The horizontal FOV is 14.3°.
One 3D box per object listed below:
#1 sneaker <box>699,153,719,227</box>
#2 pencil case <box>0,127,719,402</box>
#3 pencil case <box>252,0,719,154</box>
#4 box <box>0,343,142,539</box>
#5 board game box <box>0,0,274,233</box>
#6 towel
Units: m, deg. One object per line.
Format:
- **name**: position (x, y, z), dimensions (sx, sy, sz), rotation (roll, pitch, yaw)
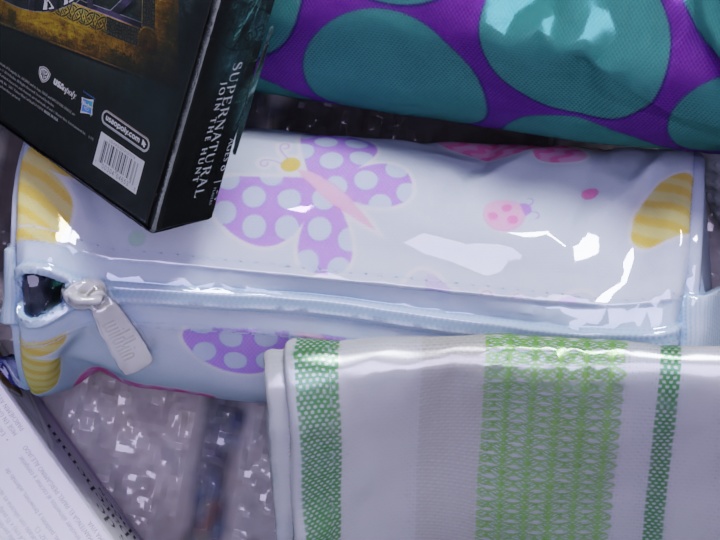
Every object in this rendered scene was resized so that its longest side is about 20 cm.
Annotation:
- **sneaker**: position (0.198, -0.004, 0.810), dimensions (0.200, 0.073, 0.114), rotation (36, 72, 7)
- **pencil case**: position (0.000, 0.000, 0.799), dimensions (0.199, 0.091, 0.083), rotation (4, 90, 2)
- **pencil case**: position (0.030, -0.083, 0.777), dimensions (0.199, 0.093, 0.085), rotation (8, 60, 17)
- **box**: position (-0.110, 0.049, 0.829), dimensions (0.041, 0.039, 0.200), rotation (-37, 88, 3)
- **board game box**: position (-0.099, -0.117, 0.764), dimensions (0.200, 0.028, 0.136), rotation (35, 121, 29)
- **towel**: position (0.074, 0.080, 0.783), dimensions (0.199, 0.031, 0.150), rotation (2, 132, 3)
